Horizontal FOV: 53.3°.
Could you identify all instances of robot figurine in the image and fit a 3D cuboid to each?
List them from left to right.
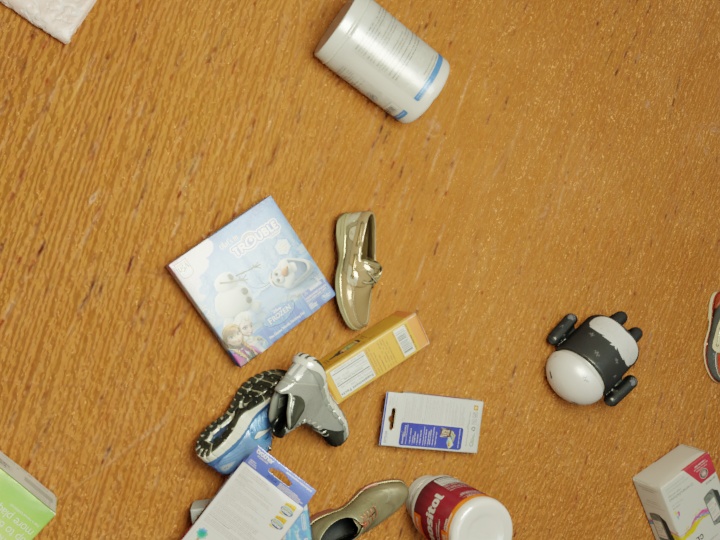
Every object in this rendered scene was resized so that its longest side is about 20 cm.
[{"bbox_3d":[0.443,0.165,1.365,0.200,0.150,0.125,-39,132,-19],"label":"robot figurine"}]

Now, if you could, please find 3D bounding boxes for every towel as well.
[{"bbox_3d":[-0.473,-0.468,1.056,0.200,0.032,0.192,33,78,-17],"label":"towel"}]

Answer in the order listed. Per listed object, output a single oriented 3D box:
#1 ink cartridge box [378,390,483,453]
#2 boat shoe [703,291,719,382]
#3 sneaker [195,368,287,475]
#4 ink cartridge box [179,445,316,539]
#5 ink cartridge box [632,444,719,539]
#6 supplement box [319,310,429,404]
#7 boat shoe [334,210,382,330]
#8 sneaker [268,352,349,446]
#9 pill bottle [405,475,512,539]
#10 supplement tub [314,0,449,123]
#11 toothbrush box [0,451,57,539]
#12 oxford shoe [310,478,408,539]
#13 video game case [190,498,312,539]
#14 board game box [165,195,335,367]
[{"bbox_3d":[0.123,0.269,1.278,0.199,0.037,0.095,10,86,-24],"label":"ink cartridge box"},{"bbox_3d":[0.784,0.142,1.534,0.071,0.063,0.201,5,88,-24],"label":"boat shoe"},{"bbox_3d":[-0.169,0.241,1.148,0.200,0.078,0.089,-45,127,-23],"label":"sneaker"},{"bbox_3d":[-0.171,0.373,1.082,0.119,0.042,0.200,38,89,-2],"label":"ink cartridge box"},{"bbox_3d":[0.665,0.483,1.466,0.147,0.086,0.201,-27,97,-20],"label":"ink cartridge box"},{"bbox_3d":[0.015,0.145,1.221,0.199,0.066,0.069,-28,102,-20],"label":"supplement box"},{"bbox_3d":[0.000,0.000,1.204,0.071,0.064,0.201,-2,88,-60],"label":"boat shoe"},{"bbox_3d":[-0.092,0.235,1.135,0.116,0.075,0.201,-47,131,-35],"label":"sneaker"},{"bbox_3d":[0.155,0.410,1.198,0.112,0.200,0.114,0,89,-22],"label":"pill bottle"},{"bbox_3d":[0.038,-0.354,1.206,0.200,0.132,0.132,34,77,-18],"label":"supplement tub"},{"bbox_3d":[-0.543,0.355,0.980,0.200,0.086,0.146,-46,105,-15],"label":"toothbrush box"},{"bbox_3d":[0.004,0.416,1.204,0.199,0.075,0.071,-24,98,-21],"label":"oxford shoe"},{"bbox_3d":[-0.163,0.452,1.126,0.180,0.045,0.201,-7,92,-4],"label":"video game case"},{"bbox_3d":[-0.173,0.017,1.159,0.200,0.043,0.199,-38,102,-19],"label":"board game box"}]
